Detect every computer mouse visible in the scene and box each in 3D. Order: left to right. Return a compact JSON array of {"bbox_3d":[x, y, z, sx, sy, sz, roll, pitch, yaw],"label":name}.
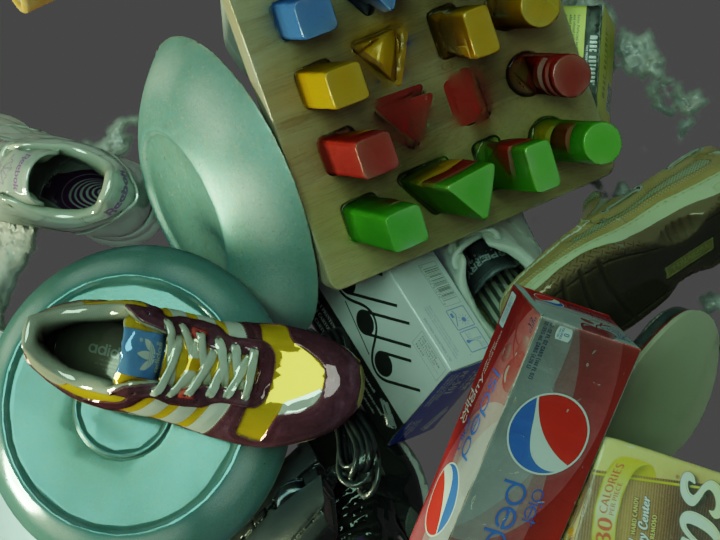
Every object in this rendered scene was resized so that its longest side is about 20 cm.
[{"bbox_3d":[-0.049,0.127,1.640,0.046,0.200,0.141,6,47,-22],"label":"computer mouse"}]

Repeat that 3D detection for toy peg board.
[{"bbox_3d":[0.049,-0.114,1.577,0.199,0.098,0.200,-23,102,-17],"label":"toy peg board"}]

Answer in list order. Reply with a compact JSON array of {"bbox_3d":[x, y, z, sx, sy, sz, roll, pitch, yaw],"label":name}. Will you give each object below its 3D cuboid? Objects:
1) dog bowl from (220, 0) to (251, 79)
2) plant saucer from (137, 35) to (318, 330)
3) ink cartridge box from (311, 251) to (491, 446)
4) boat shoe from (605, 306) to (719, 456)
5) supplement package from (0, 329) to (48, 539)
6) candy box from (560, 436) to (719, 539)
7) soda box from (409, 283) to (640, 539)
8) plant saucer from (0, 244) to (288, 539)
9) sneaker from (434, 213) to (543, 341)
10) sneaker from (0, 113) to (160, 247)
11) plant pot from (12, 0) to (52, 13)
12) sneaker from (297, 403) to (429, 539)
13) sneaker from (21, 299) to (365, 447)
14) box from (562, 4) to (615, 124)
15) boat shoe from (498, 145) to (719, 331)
[{"bbox_3d":[0.002,-0.195,1.695,0.199,0.059,0.201,-6,51,8],"label":"dog bowl"},{"bbox_3d":[-0.094,-0.045,1.660,0.039,0.201,0.202,-25,71,-21],"label":"plant saucer"},{"bbox_3d":[0.000,0.000,1.679,0.201,0.044,0.094,58,140,17],"label":"ink cartridge box"},{"bbox_3d":[0.148,0.107,1.636,0.062,0.071,0.201,25,84,57],"label":"boat shoe"},{"bbox_3d":[-0.248,0.114,1.710,0.199,0.111,0.157,22,84,18],"label":"supplement package"},{"bbox_3d":[0.213,0.181,1.571,0.199,0.055,0.116,18,83,-7],"label":"candy box"},{"bbox_3d":[0.089,0.116,1.564,0.070,0.063,0.201,19,102,-18],"label":"soda box"},{"bbox_3d":[-0.139,0.082,1.615,0.199,0.027,0.202,-2,80,14],"label":"plant saucer"},{"bbox_3d":[0.076,-0.017,1.674,0.073,0.071,0.200,-40,72,3],"label":"sneaker"},{"bbox_3d":[-0.227,-0.069,1.749,0.199,0.100,0.075,10,83,17],"label":"sneaker"},{"bbox_3d":[-0.179,-0.296,1.747,0.182,0.200,0.201,-25,73,-8],"label":"plant pot"},{"bbox_3d":[0.008,0.166,1.645,0.075,0.088,0.201,-23,73,9],"label":"sneaker"},{"bbox_3d":[-0.099,0.058,1.547,0.199,0.090,0.075,4,82,15],"label":"sneaker"},{"bbox_3d":[0.060,-0.129,1.714,0.199,0.050,0.076,1,78,14],"label":"box"},{"bbox_3d":[0.158,-0.016,1.638,0.199,0.072,0.076,-26,45,-23],"label":"boat shoe"}]
